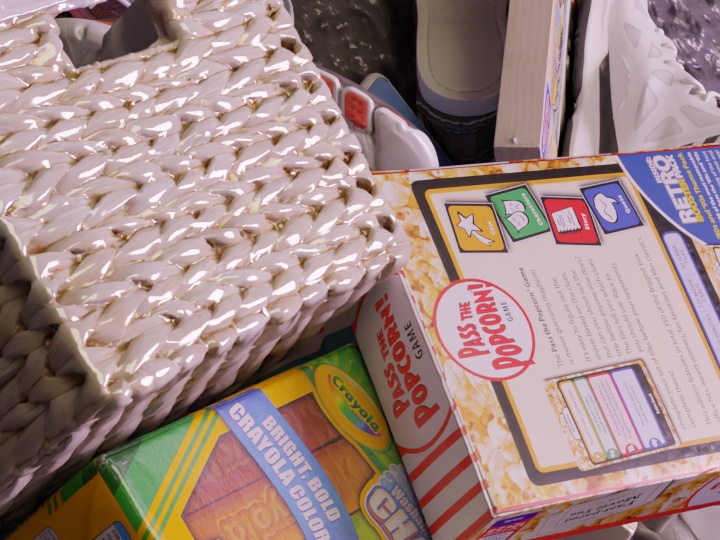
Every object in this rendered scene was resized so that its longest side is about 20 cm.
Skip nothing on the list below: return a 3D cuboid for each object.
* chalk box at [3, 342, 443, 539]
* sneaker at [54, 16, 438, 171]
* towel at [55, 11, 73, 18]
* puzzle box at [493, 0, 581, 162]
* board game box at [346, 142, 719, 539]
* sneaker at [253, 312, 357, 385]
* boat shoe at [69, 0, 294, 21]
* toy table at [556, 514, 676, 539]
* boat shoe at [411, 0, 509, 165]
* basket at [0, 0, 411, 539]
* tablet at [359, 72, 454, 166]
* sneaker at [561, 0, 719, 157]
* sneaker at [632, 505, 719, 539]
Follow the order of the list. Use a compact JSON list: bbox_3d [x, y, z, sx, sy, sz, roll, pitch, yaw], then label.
[{"bbox_3d":[-0.036,0.120,0.794,0.200,0.124,0.125,-24,77,-51],"label":"chalk box"},{"bbox_3d":[-0.053,-0.077,0.902,0.199,0.078,0.082,20,25,9],"label":"sneaker"},{"bbox_3d":[-0.129,-0.085,0.958,0.200,0.022,0.144,51,37,2],"label":"towel"},{"bbox_3d":[0.099,-0.109,1.100,0.133,0.025,0.201,73,22,-56],"label":"puzzle box"},{"bbox_3d":[0.096,0.027,0.834,0.199,0.046,0.152,-5,63,-33],"label":"board game box"},{"bbox_3d":[-0.001,0.000,0.933,0.199,0.070,0.094,-29,92,-51],"label":"sneaker"},{"bbox_3d":[-0.114,-0.158,0.955,0.201,0.065,0.075,33,57,-16],"label":"boat shoe"},{"bbox_3d":[0.114,0.054,0.966,0.117,0.184,0.200,39,29,4],"label":"toy table"},{"bbox_3d":[0.063,-0.138,1.159,0.071,0.061,0.202,2,42,5],"label":"boat shoe"},{"bbox_3d":[-0.119,-0.008,0.762,0.198,0.200,0.161,-25,79,-50],"label":"basket"},{"bbox_3d":[0.010,-0.007,1.022,0.130,0.014,0.200,51,37,-13],"label":"tablet"},{"bbox_3d":[0.174,-0.088,1.120,0.114,0.076,0.201,2,50,10],"label":"sneaker"},{"bbox_3d":[0.168,0.210,0.975,0.099,0.075,0.201,0,65,5],"label":"sneaker"}]
